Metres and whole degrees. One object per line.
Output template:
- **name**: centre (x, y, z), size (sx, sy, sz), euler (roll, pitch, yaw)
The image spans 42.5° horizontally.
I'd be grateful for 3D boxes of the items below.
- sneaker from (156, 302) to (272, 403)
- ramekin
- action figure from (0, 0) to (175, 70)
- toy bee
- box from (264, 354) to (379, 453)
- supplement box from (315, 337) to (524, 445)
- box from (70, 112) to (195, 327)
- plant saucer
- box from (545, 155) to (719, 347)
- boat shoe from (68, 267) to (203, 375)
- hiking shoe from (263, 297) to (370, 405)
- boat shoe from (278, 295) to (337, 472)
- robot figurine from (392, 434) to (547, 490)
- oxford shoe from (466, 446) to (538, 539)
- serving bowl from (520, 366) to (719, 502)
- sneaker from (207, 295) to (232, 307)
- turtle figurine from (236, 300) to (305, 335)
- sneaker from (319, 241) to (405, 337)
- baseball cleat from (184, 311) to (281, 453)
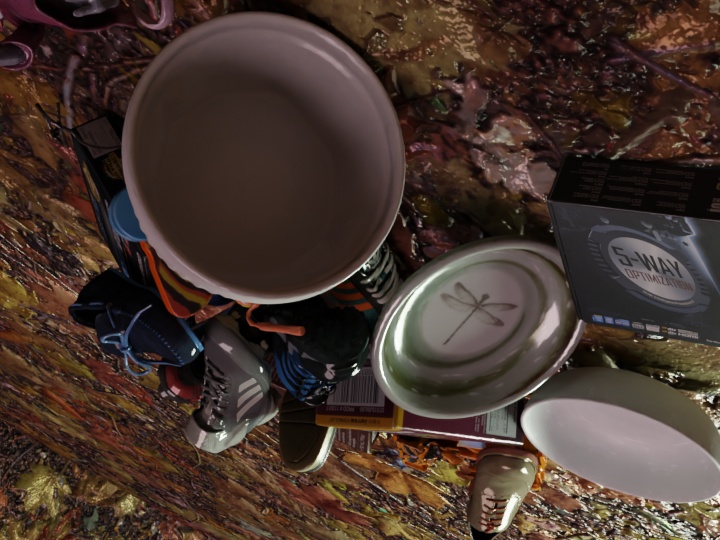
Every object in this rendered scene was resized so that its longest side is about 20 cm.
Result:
- **sneaker**: centre (-0.130, 0.070, 0.989), size (0.097, 0.200, 0.071), euler (-27, 96, 48)
- **ramekin**: centre (-0.076, -0.072, 0.673), size (0.199, 0.202, 0.105), euler (32, 162, -12)
- **action figure**: centre (-0.242, -0.224, 0.693), size (0.147, 0.136, 0.199), euler (-9, -175, -28)
- **toy bee**: centre (-0.160, -0.068, 0.763), size (0.131, 0.108, 0.202), euler (34, 154, 54)
- **box**: centre (-0.064, 0.139, 1.126), size (0.198, 0.076, 0.101), euler (23, 154, 12)
- **supplement box**: centre (0.065, 0.122, 0.926), size (0.109, 0.087, 0.198), euler (-5, 165, 45)
- **box**: centre (-0.226, -0.037, 0.940), size (0.160, 0.046, 0.201), euler (56, 160, 19)
- **plant saucer**: centre (0.098, 0.042, 0.799), size (0.197, 0.050, 0.202), euler (-10, 130, -12)
- **box**: centre (0.246, -0.006, 0.666), size (0.198, 0.044, 0.161), euler (11, 150, 29)
- **boat shoe**: centre (-0.214, 0.058, 0.875), size (0.199, 0.068, 0.085), euler (14, 138, 55)
- **hiking shoe**: centre (-0.032, 0.078, 0.819), size (0.073, 0.088, 0.200), euler (-12, -171, -14)
- **boat shoe**: centre (-0.035, 0.117, 0.971), size (0.071, 0.203, 0.066), euler (-12, 146, 30)
- **robot figurine**: centre (0.124, 0.209, 1.116), size (0.197, 0.059, 0.146), euler (6, 148, 15)
- **oxford shoe**: centre (0.158, 0.257, 1.047), size (0.069, 0.076, 0.201), euler (10, 149, 7)
- **serving bowl**: centre (0.260, 0.151, 0.906), size (0.198, 0.066, 0.201), euler (21, 152, 12)
- **sneaker**: centre (-0.124, -0.008, 0.951), size (0.110, 0.077, 0.201), euler (28, 148, 18)
- **turtle figurine**: centre (-0.092, -0.032, 0.805), size (0.199, 0.064, 0.164), euler (27, 120, 53)
- **sneaker**: centre (0.000, 0.000, 0.863), size (0.200, 0.072, 0.079), euler (42, 154, -25)
- **baseball cleat**: centre (-0.130, 0.121, 0.898), size (0.070, 0.106, 0.201), euler (38, 161, 27)
